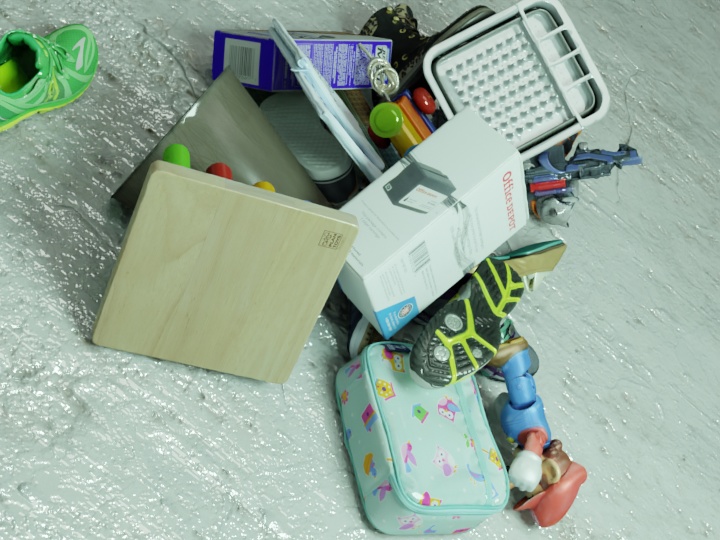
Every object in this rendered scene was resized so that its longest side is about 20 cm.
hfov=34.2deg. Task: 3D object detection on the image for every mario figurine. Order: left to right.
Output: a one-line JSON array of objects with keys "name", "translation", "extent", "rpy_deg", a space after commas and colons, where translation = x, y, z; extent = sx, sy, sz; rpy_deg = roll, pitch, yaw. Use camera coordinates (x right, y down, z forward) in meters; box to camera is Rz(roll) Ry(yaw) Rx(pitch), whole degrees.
[{"name": "mario figurine", "translation": [0.166, 0.179, 1.258], "extent": [0.123, 0.105, 0.202], "rpy_deg": [-9, 80, -46]}]

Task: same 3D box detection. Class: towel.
[{"name": "towel", "translation": [-0.050, -0.168, 1.424], "extent": [0.198, 0.022, 0.148], "rpy_deg": [-8, 63, -42]}]

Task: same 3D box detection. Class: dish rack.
[{"name": "dish rack", "translation": [0.183, -0.220, 1.405], "extent": [0.198, 0.044, 0.173], "rpy_deg": [-28, 89, -13]}]

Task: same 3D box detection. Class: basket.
[{"name": "basket", "translation": [-0.123, -0.076, 1.206], "extent": [0.200, 0.181, 0.136], "rpy_deg": [42, 2, -12]}]

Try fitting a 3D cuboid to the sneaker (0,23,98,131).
[{"name": "sneaker", "translation": [-0.329, -0.205, 1.194], "extent": [0.074, 0.084, 0.200], "rpy_deg": [42, 42, -1]}]

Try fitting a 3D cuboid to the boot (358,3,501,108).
[{"name": "boot", "translation": [0.077, -0.289, 1.486], "extent": [0.073, 0.200, 0.151], "rpy_deg": [25, 30, -41]}]

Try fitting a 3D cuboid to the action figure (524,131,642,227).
[{"name": "action figure", "translation": [0.280, -0.141, 1.581], "extent": [0.197, 0.105, 0.195], "rpy_deg": [0, 54, 14]}]

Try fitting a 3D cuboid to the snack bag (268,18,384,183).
[{"name": "snack bag", "translation": [-0.021, -0.162, 1.258], "extent": [0.189, 0.021, 0.201], "rpy_deg": [49, 9, -41]}]

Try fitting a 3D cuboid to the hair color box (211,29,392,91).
[{"name": "hair color box", "translation": [-0.067, -0.252, 1.397], "extent": [0.109, 0.066, 0.199], "rpy_deg": [18, 18, 40]}]

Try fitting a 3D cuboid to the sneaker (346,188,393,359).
[{"name": "sneaker", "translation": [0.000, 0.000, 1.295], "extent": [0.107, 0.070, 0.202], "rpy_deg": [14, 71, 23]}]

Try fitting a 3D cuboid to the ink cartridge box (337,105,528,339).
[{"name": "ink cartridge box", "translation": [0.067, -0.046, 1.180], "extent": [0.199, 0.145, 0.084], "rpy_deg": [-39, 63, -9]}]

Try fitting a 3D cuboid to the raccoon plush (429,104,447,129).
[{"name": "raccoon plush", "translation": [0.131, -0.139, 1.493], "extent": [0.097, 0.200, 0.134], "rpy_deg": [39, -5, 35]}]

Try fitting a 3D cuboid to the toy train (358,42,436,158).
[{"name": "toy train", "translation": [0.036, -0.175, 1.324], "extent": [0.201, 0.084, 0.116], "rpy_deg": [56, 16, 3]}]

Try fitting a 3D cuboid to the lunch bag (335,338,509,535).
[{"name": "lunch bag", "translation": [0.066, 0.167, 1.203], "extent": [0.159, 0.077, 0.202], "rpy_deg": [8, 53, -33]}]

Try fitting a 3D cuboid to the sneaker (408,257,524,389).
[{"name": "sneaker", "translation": [0.108, 0.068, 1.221], "extent": [0.075, 0.077, 0.200], "rpy_deg": [40, 44, 8]}]

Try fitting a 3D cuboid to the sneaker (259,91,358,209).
[{"name": "sneaker", "translation": [-0.060, -0.129, 1.316], "extent": [0.078, 0.080, 0.201], "rpy_deg": [-22, 40, -8]}]

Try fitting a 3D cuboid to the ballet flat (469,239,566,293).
[{"name": "ballet flat", "translation": [0.185, 0.005, 1.447], "extent": [0.198, 0.068, 0.064], "rpy_deg": [-12, 93, -39]}]

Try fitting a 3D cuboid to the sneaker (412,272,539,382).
[{"name": "sneaker", "translation": [0.137, 0.055, 1.338], "extent": [0.199, 0.088, 0.075], "rpy_deg": [32, 44, -12]}]

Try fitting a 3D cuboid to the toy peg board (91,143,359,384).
[{"name": "toy peg board", "translation": [-0.132, -0.015, 1.112], "extent": [0.197, 0.201, 0.098], "rpy_deg": [14, 33, -21]}]
